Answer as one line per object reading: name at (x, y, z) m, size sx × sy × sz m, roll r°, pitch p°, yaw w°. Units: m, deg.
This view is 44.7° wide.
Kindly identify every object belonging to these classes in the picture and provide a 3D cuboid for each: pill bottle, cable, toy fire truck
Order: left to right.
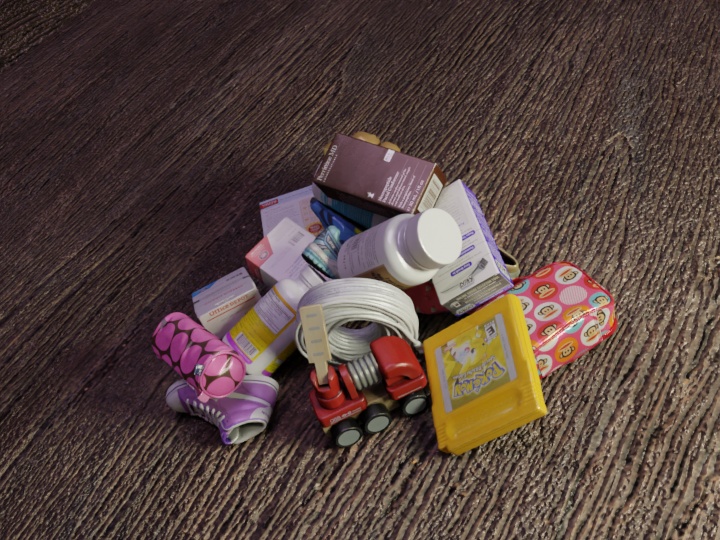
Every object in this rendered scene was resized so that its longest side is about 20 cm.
pill bottle at (-0.134, 0.086, 1.490) m, size 0.200 × 0.104 × 0.104 m, roll -45°, pitch 40°, yaw 3°
toy fire truck at (-0.007, 0.141, 1.323) m, size 0.176 × 0.200 × 0.129 m, roll -24°, pitch 45°, yaw -3°
cable at (-0.007, 0.088, 1.395) m, size 0.200 × 0.200 × 0.069 m, roll -12°, pitch 48°, yaw 12°
pill bottle at (0.020, -0.134, 1.575) m, size 0.200 × 0.111 × 0.111 m, roll 31°, pitch 59°, yaw 19°
pill bottle at (0.062, -0.027, 1.387) m, size 0.200 × 0.114 × 0.114 m, roll -23°, pitch 26°, yaw 50°

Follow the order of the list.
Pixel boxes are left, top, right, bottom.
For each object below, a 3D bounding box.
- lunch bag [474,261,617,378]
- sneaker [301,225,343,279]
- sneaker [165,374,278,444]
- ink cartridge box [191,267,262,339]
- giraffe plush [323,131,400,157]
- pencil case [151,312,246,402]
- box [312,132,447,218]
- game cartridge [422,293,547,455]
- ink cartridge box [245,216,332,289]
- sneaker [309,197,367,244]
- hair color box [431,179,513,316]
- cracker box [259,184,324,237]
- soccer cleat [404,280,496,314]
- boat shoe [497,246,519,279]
lunch bag at (0.279, 0.071, 1.374) m, size 0.200 × 0.082 × 0.176 m, roll -30°, pitch 38°, yaw -9°
sneaker at (0.000, 0.000, 1.499) m, size 0.086 × 0.200 × 0.078 m, roll -54°, pitch 22°, yaw -4°
sneaker at (-0.241, 0.233, 1.442) m, size 0.200 × 0.073 × 0.114 m, roll -7°, pitch 44°, yaw 18°
ink cartridge box at (-0.236, 0.064, 1.581) m, size 0.116 × 0.068 × 0.200 m, roll -28°, pitch 15°, yaw -7°
giraffe plush at (0.026, -0.174, 1.722) m, size 0.172 × 0.200 × 0.162 m, roll 25°, pitch 22°, yaw 22°
pencil case at (-0.274, 0.141, 1.443) m, size 0.200 × 0.091 × 0.094 m, roll 26°, pitch 83°, yaw 52°
box at (0.032, -0.151, 1.466) m, size 0.200 × 0.075 × 0.100 m, roll 20°, pitch 80°, yaw 28°
game cartridge at (0.176, 0.154, 1.288) m, size 0.176 × 0.032 × 0.200 m, roll -33°, pitch 42°, yaw 29°
ink cartridge box at (-0.098, 0.006, 1.605) m, size 0.200 × 0.068 × 0.116 m, roll 36°, pitch 67°, yaw 21°
sneaker at (-0.038, -0.069, 1.621) m, size 0.200 × 0.066 × 0.079 m, roll 39°, pitch 111°, yaw 37°
hair color box at (0.161, -0.038, 1.435) m, size 0.109 × 0.065 × 0.200 m, roll -31°, pitch 52°, yaw 19°
cracker box at (-0.126, -0.084, 1.767) m, size 0.134 × 0.058 × 0.200 m, roll -18°, pitch 39°, yaw 3°
soccer cleat at (0.150, 0.040, 1.501) m, size 0.200 × 0.067 × 0.076 m, roll 4°, pitch 14°, yaw 37°
boat shoe at (0.188, -0.047, 1.506) m, size 0.200 × 0.076 × 0.072 m, roll 29°, pitch 60°, yaw 18°
